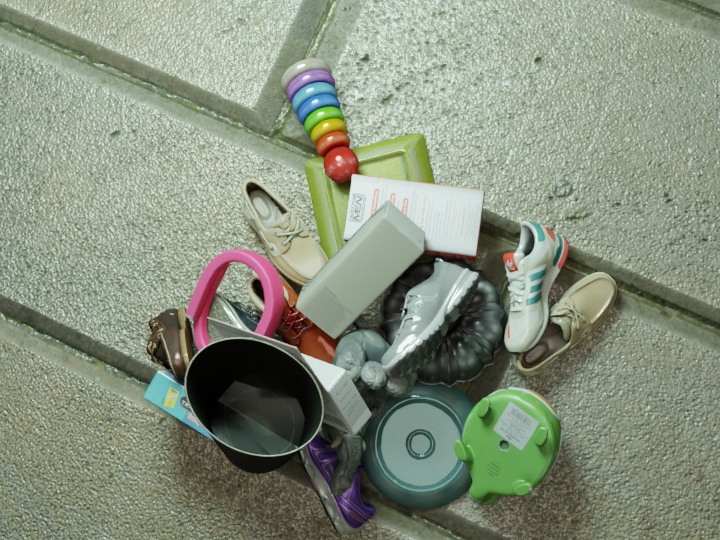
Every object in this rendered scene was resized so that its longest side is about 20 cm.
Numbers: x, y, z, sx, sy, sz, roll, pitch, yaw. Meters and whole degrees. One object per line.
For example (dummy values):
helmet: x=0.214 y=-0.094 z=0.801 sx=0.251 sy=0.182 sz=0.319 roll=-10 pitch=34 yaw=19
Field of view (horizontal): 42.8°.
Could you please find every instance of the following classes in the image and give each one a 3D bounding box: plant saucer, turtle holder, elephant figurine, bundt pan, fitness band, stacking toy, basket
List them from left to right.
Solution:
fitness band: x=-0.189 y=0.062 z=1.370 sx=0.143 sy=0.037 sz=0.201 roll=39 pitch=116 yaw=24
basket: x=-0.134 y=0.191 z=1.202 sx=0.179 sy=0.200 sz=0.137 roll=27 pitch=68 yaw=8
stacking toy: x=-0.056 y=-0.225 z=1.416 sx=0.085 sy=0.085 sz=0.201 roll=-23 pitch=67 yaw=4
elephant figurine: x=-0.019 y=0.196 z=1.356 sx=0.141 sy=0.155 sz=0.201 roll=33 pitch=117 yaw=6
plant saucer: x=0.022 y=-0.104 z=1.436 sx=0.198 sy=0.048 sz=0.202 roll=-13 pitch=82 yaw=6
plant saucer: x=0.092 y=0.262 z=1.397 sx=0.198 sy=0.036 sz=0.202 roll=-1 pitch=85 yaw=7
bundt pan: x=0.124 y=0.071 z=1.382 sx=0.200 sy=0.076 sz=0.204 roll=-1 pitch=78 yaw=5
turtle holder: x=0.223 y=0.259 z=1.327 sx=0.140 sy=0.131 sz=0.187 roll=3 pitch=96 yaw=28

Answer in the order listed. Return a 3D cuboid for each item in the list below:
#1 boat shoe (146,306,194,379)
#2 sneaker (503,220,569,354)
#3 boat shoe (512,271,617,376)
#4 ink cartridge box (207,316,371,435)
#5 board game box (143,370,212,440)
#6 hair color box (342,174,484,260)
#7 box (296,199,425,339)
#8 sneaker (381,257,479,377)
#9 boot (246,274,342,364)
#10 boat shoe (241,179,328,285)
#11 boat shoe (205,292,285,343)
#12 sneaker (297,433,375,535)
boat shoe: x=-0.286 y=0.114 z=1.382 sx=0.070 sy=0.200 sz=0.071 roll=-14 pitch=108 yaw=-9
sneaker: x=0.237 y=0.020 z=1.358 sx=0.093 sy=0.070 sz=0.201 roll=30 pitch=74 yaw=-28
boat shoe: x=0.308 y=0.081 z=1.373 sx=0.200 sy=0.065 sz=0.072 roll=-43 pitch=81 yaw=1
ink cartridge box: x=-0.097 y=0.128 z=1.248 sx=0.199 sy=0.177 sz=0.045 roll=14 pitch=53 yaw=45
board game box: x=-0.208 y=0.219 z=1.379 sx=0.199 sy=0.151 sz=0.047 roll=29 pitch=88 yaw=8
hair color box: x=0.080 y=-0.079 z=1.371 sx=0.198 sy=0.061 sz=0.102 roll=8 pitch=86 yaw=7
box: x=0.000 y=0.000 z=1.328 sx=0.082 sy=0.068 sz=0.200 roll=41 pitch=113 yaw=-13
sneaker: x=0.086 y=0.067 z=1.311 sx=0.082 sy=0.075 sz=0.200 roll=31 pitch=63 yaw=22
boot: x=-0.100 y=0.081 z=1.404 sx=0.075 sy=0.107 sz=0.200 roll=-45 pitch=83 yaw=-1
boat shoe: x=-0.119 y=-0.058 z=1.416 sx=0.072 sy=0.065 sz=0.200 roll=-34 pitch=72 yaw=-13
boat shoe: x=-0.183 y=0.097 z=1.429 sx=0.200 sy=0.062 sz=0.075 roll=37 pitch=116 yaw=24
sneaker: x=-0.042 y=0.298 z=1.401 sx=0.083 sy=0.081 sz=0.201 roll=-27 pitch=90 yaw=-10
